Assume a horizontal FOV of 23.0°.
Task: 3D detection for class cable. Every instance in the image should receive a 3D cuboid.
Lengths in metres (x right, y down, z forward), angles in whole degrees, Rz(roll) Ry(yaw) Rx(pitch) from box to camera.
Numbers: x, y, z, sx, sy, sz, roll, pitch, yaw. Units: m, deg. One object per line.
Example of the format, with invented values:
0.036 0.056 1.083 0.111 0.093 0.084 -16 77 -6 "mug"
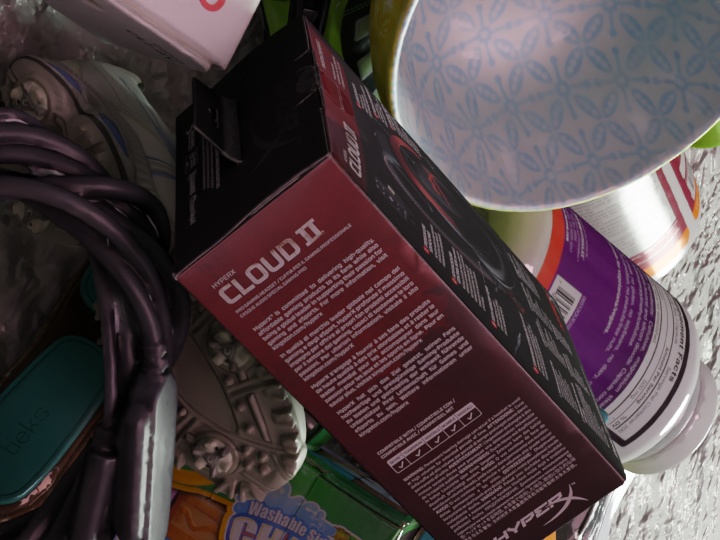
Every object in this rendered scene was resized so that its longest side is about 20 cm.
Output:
-0.147 0.034 0.661 0.051 0.163 0.200 -79 174 -69 "cable"

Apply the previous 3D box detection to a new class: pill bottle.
0.106 0.034 0.956 0.200 0.112 0.113 37 76 -35 "pill bottle"
0.116 -0.077 0.985 0.110 0.109 0.200 -58 144 -17 "pill bottle"

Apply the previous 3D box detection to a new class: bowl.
0.084 -0.135 0.791 0.200 0.108 0.200 -16 136 -16 "bowl"

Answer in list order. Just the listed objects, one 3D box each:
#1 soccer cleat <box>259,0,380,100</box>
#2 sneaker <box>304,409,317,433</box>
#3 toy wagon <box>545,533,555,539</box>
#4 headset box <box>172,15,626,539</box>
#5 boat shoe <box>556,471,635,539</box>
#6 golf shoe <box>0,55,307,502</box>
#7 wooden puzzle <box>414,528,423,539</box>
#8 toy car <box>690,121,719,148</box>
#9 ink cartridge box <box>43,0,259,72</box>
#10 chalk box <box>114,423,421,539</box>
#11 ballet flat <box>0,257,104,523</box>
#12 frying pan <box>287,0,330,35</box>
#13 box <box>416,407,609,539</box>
-0.012 -0.114 0.829 0.081 0.067 0.200 -7 101 -77 "soccer cleat"
0.000 0.000 0.889 0.077 0.082 0.200 34 79 -55 "sneaker"
0.081 0.188 0.994 0.155 0.039 0.200 5 83 -70 "toy wagon"
0.005 0.001 0.691 0.075 0.149 0.200 -37 115 13 "headset box"
0.134 0.152 1.171 0.066 0.070 0.200 36 80 -37 "boat shoe"
-0.071 -0.005 0.724 0.200 0.078 0.097 59 32 2 "golf shoe"
0.037 0.141 1.005 0.185 0.046 0.200 60 33 -52 "wooden puzzle"
0.248 -0.185 1.003 0.164 0.200 0.158 56 30 -44 "toy car"
-0.079 -0.197 0.660 0.145 0.083 0.200 33 80 -43 "ink cartridge box"
-0.053 0.124 0.787 0.200 0.124 0.125 -59 172 -3 "chalk box"
-0.111 0.039 0.789 0.200 0.070 0.065 -46 167 -26 "ballet flat"
-0.021 -0.191 0.761 0.115 0.031 0.190 33 76 -15 "frying pan"
0.047 0.144 0.848 0.200 0.049 0.082 -53 171 -36 "box"
